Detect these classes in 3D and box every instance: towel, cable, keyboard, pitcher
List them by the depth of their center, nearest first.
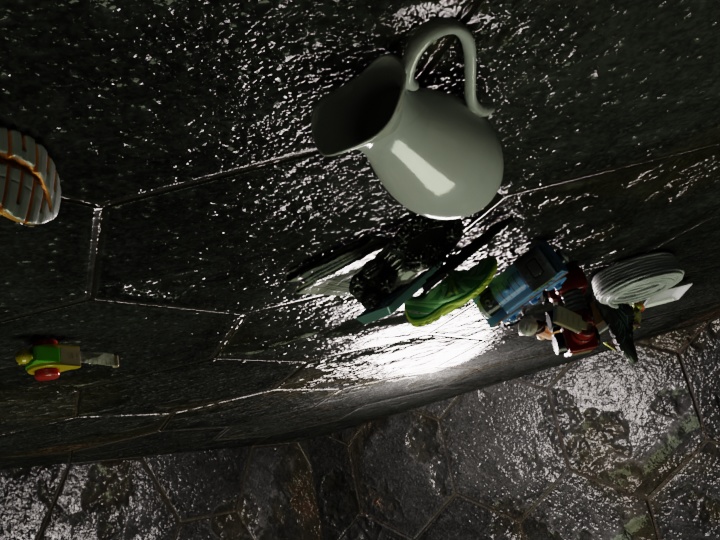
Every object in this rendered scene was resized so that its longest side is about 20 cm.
[{"bbox_3d":[0.075,-0.142,0.719,0.171,0.122,0.199,-39,141,25],"label":"pitcher"},{"bbox_3d":[0.154,-0.031,1.138,0.199,0.040,0.104,-35,173,-40],"label":"keyboard"},{"bbox_3d":[0.000,0.000,1.217,0.191,0.035,0.199,-24,159,32],"label":"towel"},{"bbox_3d":[0.625,0.019,1.655,0.198,0.070,0.199,-26,158,34],"label":"cable"}]

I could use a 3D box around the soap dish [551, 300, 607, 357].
[{"bbox_3d":[0.595,0.146,1.940,0.156,0.082,0.200,-32,165,-9],"label":"soap dish"}]

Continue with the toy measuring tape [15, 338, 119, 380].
[{"bbox_3d":[-0.527,0.162,1.303,0.073,0.075,0.199,-21,160,27],"label":"toy measuring tape"}]

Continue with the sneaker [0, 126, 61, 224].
[{"bbox_3d":[-0.352,-0.091,0.644,0.076,0.080,0.199,-5,164,26],"label":"sneaker"}]

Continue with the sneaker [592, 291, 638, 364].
[{"bbox_3d":[0.643,0.129,1.796,0.078,0.203,0.075,-24,170,9],"label":"sneaker"}]

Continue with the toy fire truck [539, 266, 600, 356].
[{"bbox_3d":[0.429,0.075,1.506,0.126,0.179,0.200,-11,162,0],"label":"toy fire truck"}]

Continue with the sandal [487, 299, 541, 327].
[{"bbox_3d":[0.373,0.106,1.789,0.075,0.044,0.200,-4,161,-25],"label":"sandal"}]

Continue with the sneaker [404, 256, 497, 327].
[{"bbox_3d":[0.165,0.028,1.347,0.198,0.084,0.074,-32,-179,3],"label":"sneaker"}]

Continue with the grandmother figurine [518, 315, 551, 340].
[{"bbox_3d":[0.489,0.160,2.019,0.121,0.061,0.199,-35,156,26],"label":"grandmother figurine"}]

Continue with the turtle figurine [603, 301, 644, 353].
[{"bbox_3d":[0.726,0.144,1.984,0.064,0.163,0.200,29,-175,20],"label":"turtle figurine"}]

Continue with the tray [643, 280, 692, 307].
[{"bbox_3d":[0.839,0.063,2.016,0.106,0.023,0.200,-14,163,9],"label":"tray"}]

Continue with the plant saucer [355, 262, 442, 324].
[{"bbox_3d":[0.068,0.033,1.162,0.069,0.019,0.199,-24,-173,37],"label":"plant saucer"}]

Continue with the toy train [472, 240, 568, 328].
[{"bbox_3d":[0.297,0.027,1.366,0.199,0.087,0.114,-38,160,20],"label":"toy train"}]

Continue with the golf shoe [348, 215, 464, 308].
[{"bbox_3d":[0.070,-0.022,1.114,0.199,0.078,0.094,-35,176,8],"label":"golf shoe"}]
